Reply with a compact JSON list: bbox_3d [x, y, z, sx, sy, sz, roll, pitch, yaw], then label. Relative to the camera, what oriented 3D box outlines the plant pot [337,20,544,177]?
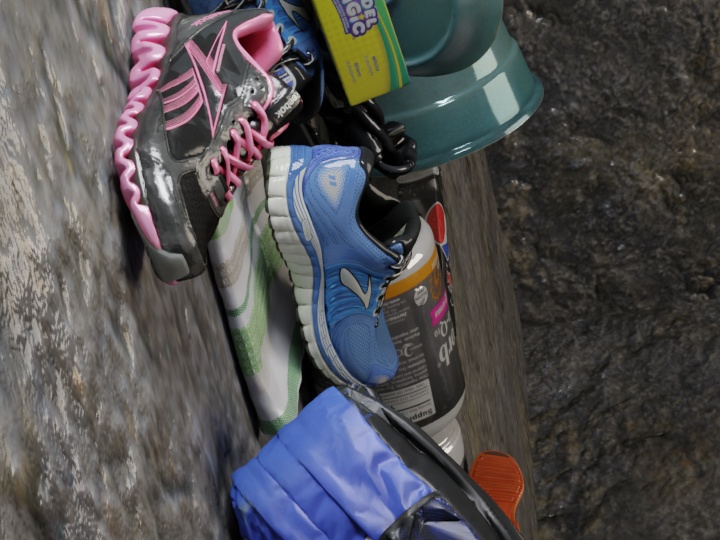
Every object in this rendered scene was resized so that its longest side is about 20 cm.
[{"bbox_3d":[0.040,-0.217,1.959,0.200,0.199,0.197,-82,154,-65],"label":"plant pot"}]

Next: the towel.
[{"bbox_3d":[-0.069,-0.009,1.446,0.149,0.031,0.201,-89,167,-57],"label":"towel"}]

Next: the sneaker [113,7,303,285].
[{"bbox_3d":[-0.080,-0.077,1.208,0.079,0.095,0.201,75,11,-47],"label":"sneaker"}]

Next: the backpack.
[{"bbox_3d":[0.007,0.177,1.318,0.200,0.168,0.163,50,-6,17],"label":"backpack"}]

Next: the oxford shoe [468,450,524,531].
[{"bbox_3d":[0.160,0.303,2.721,0.200,0.071,0.073,-82,-178,-51],"label":"oxford shoe"}]

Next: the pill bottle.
[{"bbox_3d":[0.016,0.062,1.668,0.117,0.116,0.201,-85,164,-61],"label":"pill bottle"}]

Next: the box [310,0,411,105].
[{"bbox_3d":[-0.026,-0.218,1.396,0.117,0.048,0.200,-109,177,-58],"label":"box"}]

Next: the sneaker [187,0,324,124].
[{"bbox_3d":[-0.062,-0.156,1.397,0.089,0.078,0.200,67,8,27],"label":"sneaker"}]

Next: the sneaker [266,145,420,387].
[{"bbox_3d":[0.000,0.000,1.468,0.079,0.089,0.200,-88,166,-48],"label":"sneaker"}]

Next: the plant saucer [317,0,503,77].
[{"bbox_3d":[0.007,-0.210,1.487,0.027,0.200,0.201,-45,137,-33],"label":"plant saucer"}]

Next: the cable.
[{"bbox_3d":[-0.031,-0.139,1.657,0.163,0.051,0.200,48,1,-19],"label":"cable"}]

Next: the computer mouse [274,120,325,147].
[{"bbox_3d":[-0.038,-0.061,1.609,0.200,0.046,0.140,62,3,23],"label":"computer mouse"}]

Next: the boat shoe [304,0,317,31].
[{"bbox_3d":[-0.073,-0.207,1.483,0.200,0.073,0.069,71,13,-65],"label":"boat shoe"}]

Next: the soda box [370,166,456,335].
[{"bbox_3d":[0.052,-0.029,2.214,0.063,0.070,0.201,66,17,-60],"label":"soda box"}]
